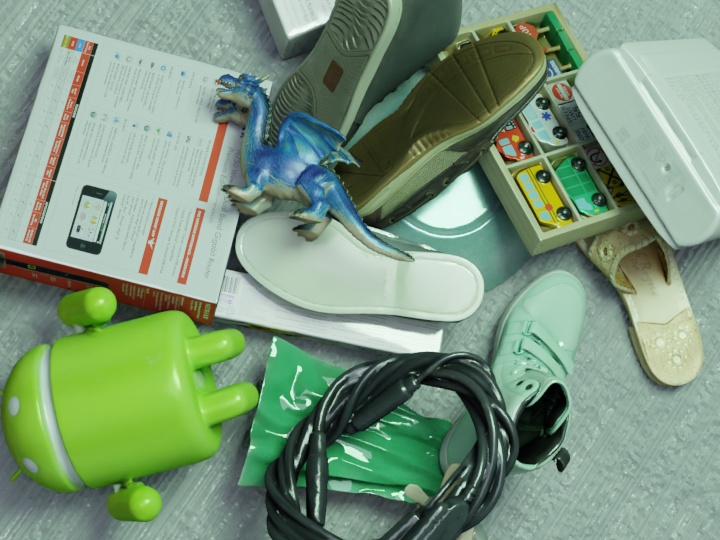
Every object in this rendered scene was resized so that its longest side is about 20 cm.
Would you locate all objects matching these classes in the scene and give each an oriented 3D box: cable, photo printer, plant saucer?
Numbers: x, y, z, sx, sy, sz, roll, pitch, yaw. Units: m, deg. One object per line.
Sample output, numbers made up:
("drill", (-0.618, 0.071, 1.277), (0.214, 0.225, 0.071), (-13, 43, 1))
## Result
("cable", (0.023, 0.140, 1.166), (0.163, 0.051, 0.200), (32, 77, 37))
("photo printer", (0.268, -0.106, 1.262), (0.069, 0.199, 0.167), (-39, 76, 34))
("plant saucer", (0.067, -0.078, 1.300), (0.198, 0.039, 0.204), (1, 82, -6))

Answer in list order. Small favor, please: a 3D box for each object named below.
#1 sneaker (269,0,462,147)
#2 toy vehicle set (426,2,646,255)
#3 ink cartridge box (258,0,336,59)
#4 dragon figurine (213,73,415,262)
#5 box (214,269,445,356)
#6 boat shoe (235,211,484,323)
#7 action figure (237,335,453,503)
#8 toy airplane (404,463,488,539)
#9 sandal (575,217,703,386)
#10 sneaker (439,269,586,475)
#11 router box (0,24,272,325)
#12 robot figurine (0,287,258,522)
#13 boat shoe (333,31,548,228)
("sneaker", (0.008, -0.152, 1.262), (0.106, 0.201, 0.075), (-14, 59, -45))
("toy vehicle set", (0.148, -0.117, 1.280), (0.123, 0.027, 0.201), (-18, 67, -21))
("ink cartridge box", (0.008, -0.267, 1.306), (0.198, 0.067, 0.117), (-22, 84, -9))
("dragon figurine", (-0.039, -0.081, 1.193), (0.198, 0.059, 0.100), (22, 77, 18))
("box", (-0.032, 0.037, 1.272), (0.198, 0.039, 0.042), (11, 81, -5))
("boat shoe", (0.000, 0.000, 1.251), (0.198, 0.062, 0.074), (12, 92, 5))
("action figure", (0.009, 0.137, 1.255), (0.198, 0.055, 0.119), (17, 79, -11))
("toy airplane", (0.042, 0.270, 1.195), (0.199, 0.141, 0.201), (-31, 71, 23))
("sandal", (0.230, -0.009, 1.291), (0.077, 0.070, 0.214), (-23, 86, -10))
("sneaker", (0.147, 0.080, 1.232), (0.074, 0.118, 0.202), (37, 66, -16))
("router box", (-0.177, -0.075, 1.241), (0.177, 0.049, 0.202), (15, 65, -4))
("robot figurine", (-0.180, 0.099, 1.198), (0.198, 0.116, 0.178), (-14, 91, 5))
("boat shoe", (0.066, -0.107, 1.232), (0.199, 0.065, 0.074), (-35, 54, 16))
